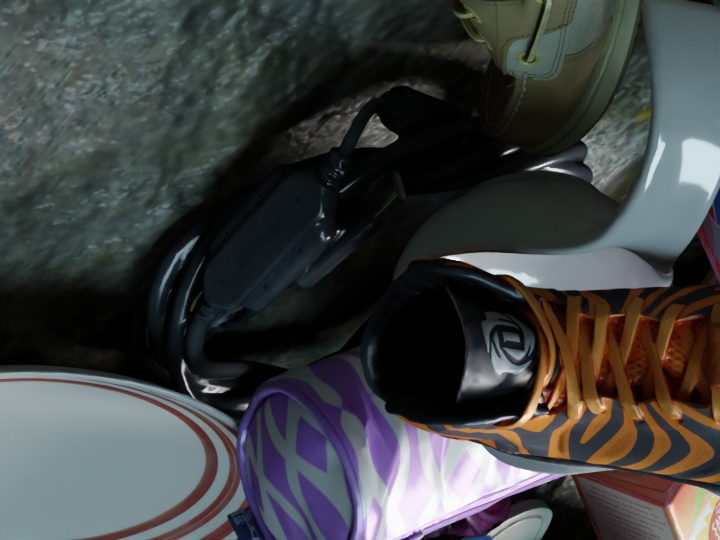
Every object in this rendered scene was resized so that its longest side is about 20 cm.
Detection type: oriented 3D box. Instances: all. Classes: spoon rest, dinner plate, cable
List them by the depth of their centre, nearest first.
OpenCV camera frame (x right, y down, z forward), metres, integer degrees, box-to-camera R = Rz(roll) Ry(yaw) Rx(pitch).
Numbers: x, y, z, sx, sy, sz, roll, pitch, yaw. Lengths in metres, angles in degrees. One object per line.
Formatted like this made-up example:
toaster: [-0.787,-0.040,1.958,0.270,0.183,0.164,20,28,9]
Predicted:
spoon rest: [0.076,-0.017,0.803,0.099,0.061,0.200,7,153,-16]
cable: [0.000,0.000,0.926,0.162,0.051,0.200,-2,144,-42]
dinner plate: [-0.134,0.081,0.946,0.198,0.024,0.201,-2,148,-1]

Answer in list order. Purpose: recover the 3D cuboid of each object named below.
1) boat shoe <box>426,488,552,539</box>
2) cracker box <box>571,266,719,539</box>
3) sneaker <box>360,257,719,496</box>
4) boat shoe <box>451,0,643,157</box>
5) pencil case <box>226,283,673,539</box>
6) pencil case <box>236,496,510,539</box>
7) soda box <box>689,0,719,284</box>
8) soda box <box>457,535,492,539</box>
boat shoe: [0.011,0.149,1.142,0.074,0.062,0.200,6,142,-42]
cracker box: [0.176,0.109,1.078,0.134,0.057,0.201,-51,137,-25]
sneaker: [0.083,0.035,0.762,0.199,0.078,0.112,-9,165,39]
boat shoe: [0.062,-0.107,0.776,0.066,0.075,0.200,6,148,-9]
pencil case: [0.047,0.058,0.919,0.199,0.086,0.084,-19,156,-32]
pencil case: [-0.032,0.124,1.042,0.199,0.094,0.091,-34,131,17]
soda box: [0.163,-0.065,0.905,0.070,0.064,0.200,-20,150,-2]
soda box: [-0.009,0.191,1.015,0.064,0.068,0.200,-3,150,-41]
